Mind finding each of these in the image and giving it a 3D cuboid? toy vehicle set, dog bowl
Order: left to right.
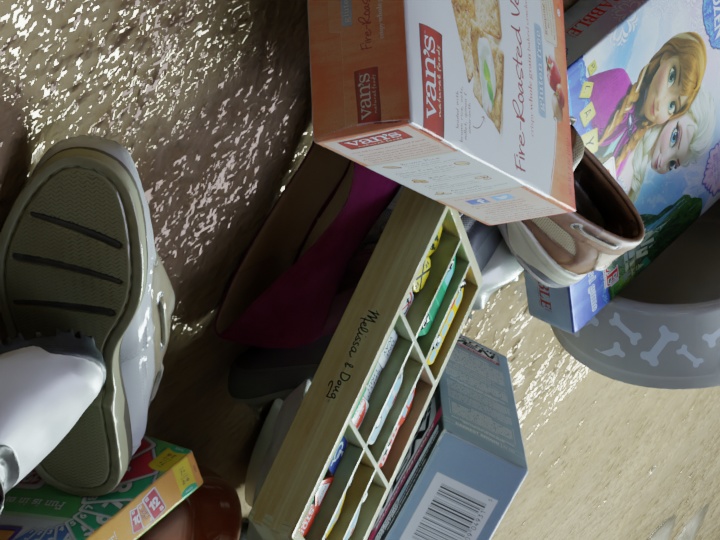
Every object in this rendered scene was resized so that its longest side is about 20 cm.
[{"bbox_3d":[0.006,0.066,1.355,0.201,0.026,0.124,-65,161,-15],"label":"toy vehicle set"},{"bbox_3d":[0.220,-0.007,1.706,0.200,0.200,0.059,-40,135,-31],"label":"dog bowl"}]

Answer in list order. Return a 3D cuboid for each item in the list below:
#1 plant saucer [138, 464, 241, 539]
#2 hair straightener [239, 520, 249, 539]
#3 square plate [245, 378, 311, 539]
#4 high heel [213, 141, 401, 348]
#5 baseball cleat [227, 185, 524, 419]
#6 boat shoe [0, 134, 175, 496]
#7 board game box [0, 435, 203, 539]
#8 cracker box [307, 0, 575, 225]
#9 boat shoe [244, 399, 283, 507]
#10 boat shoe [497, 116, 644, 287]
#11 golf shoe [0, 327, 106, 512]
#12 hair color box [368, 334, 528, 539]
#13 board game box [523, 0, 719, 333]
[{"bbox_3d":[-0.145,0.195,1.457,0.200,0.032,0.201,-44,155,-27],"label":"plant saucer"},{"bbox_3d":[-0.037,0.187,1.643,0.200,0.041,0.077,-14,133,-58],"label":"hair straightener"},{"bbox_3d":[-0.038,0.188,1.444,0.200,0.028,0.199,69,28,-62],"label":"square plate"},{"bbox_3d":[-0.029,-0.045,1.346,0.096,0.067,0.201,-8,120,-17],"label":"high heel"},{"bbox_3d":[0.000,0.000,1.455,0.199,0.070,0.107,-28,111,-23],"label":"baseball cleat"},{"bbox_3d":[-0.128,0.012,1.209,0.069,0.074,0.201,-64,167,-50],"label":"boat shoe"},{"bbox_3d":[-0.178,0.142,1.241,0.200,0.095,0.030,-42,127,-32],"label":"board game box"},{"bbox_3d":[0.043,-0.110,1.272,0.200,0.057,0.135,20,64,-60],"label":"cracker box"},{"bbox_3d":[0.004,0.071,1.531,0.201,0.071,0.070,-57,157,3],"label":"boat shoe"},{"bbox_3d":[0.091,-0.070,1.423,0.200,0.072,0.076,43,44,-37],"label":"boat shoe"},{"bbox_3d":[-0.186,0.107,1.137,0.200,0.094,0.078,-35,145,-16],"label":"golf shoe"},{"bbox_3d":[0.051,0.115,1.576,0.099,0.060,0.200,-62,-172,15],"label":"hair color box"},{"bbox_3d":[0.173,-0.094,1.619,0.199,0.041,0.201,-41,139,-31],"label":"board game box"}]
